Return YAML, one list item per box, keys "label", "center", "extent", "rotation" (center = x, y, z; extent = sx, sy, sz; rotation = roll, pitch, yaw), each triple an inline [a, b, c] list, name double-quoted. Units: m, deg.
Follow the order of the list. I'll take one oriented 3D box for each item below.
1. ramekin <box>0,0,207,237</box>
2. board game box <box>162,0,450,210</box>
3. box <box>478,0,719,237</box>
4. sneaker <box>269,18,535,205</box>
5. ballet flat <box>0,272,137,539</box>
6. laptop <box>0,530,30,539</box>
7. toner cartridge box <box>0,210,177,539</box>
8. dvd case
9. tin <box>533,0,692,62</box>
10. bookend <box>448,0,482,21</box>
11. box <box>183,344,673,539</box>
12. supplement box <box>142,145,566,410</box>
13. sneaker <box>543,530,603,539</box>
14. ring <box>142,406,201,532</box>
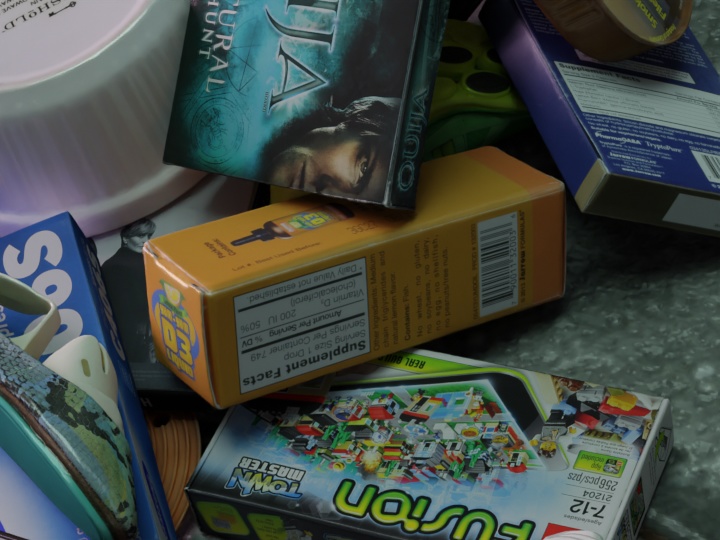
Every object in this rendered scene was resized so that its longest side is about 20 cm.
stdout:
- label: "ramekin"
  center: [-0.153, -0.122, 1.076]
  extent: [0.202, 0.094, 0.203]
  rotation: [-9, 52, 12]
- label: "board game box"
  center: [-0.018, -0.137, 0.980]
  extent: [0.135, 0.028, 0.200]
  rotation: [12, 94, 34]
- label: "box"
  center: [0.137, -0.093, 1.073]
  extent: [0.121, 0.032, 0.200]
  rotation: [9, 39, -26]
- label: "sneaker"
  center: [0.024, -0.073, 1.088]
  extent: [0.200, 0.084, 0.074]
  rotation: [-23, 61, -37]
- label: "ballet flat"
  center: [-0.149, 0.044, 0.918]
  extent: [0.074, 0.074, 0.200]
  rotation: [-40, 57, -23]
- label: "laptop"
  center: [-0.158, 0.211, 0.807]
  extent: [0.187, 0.116, 0.200]
  rotation: [11, 91, 35]
- label: "toner cartridge box"
  center: [-0.150, 0.073, 0.965]
  extent: [0.095, 0.043, 0.200]
  rotation: [-23, 54, 2]
- label: "dvd case"
  center: [-0.123, -0.020, 1.065]
  extent: [0.150, 0.025, 0.200]
  rotation: [1, 54, 18]
- label: "tin"
  center: [0.095, -0.190, 1.030]
  extent: [0.042, 0.200, 0.112]
  rotation: [-24, 28, 34]
- label: "bookend"
  center: [0.039, -0.224, 1.139]
  extent: [0.092, 0.199, 0.200]
  rotation: [30, 56, 12]
- label: "box"
  center: [0.032, 0.090, 0.958]
  extent: [0.200, 0.035, 0.110]
  rotation: [10, 50, 23]
- label: "supplement box"
  center: [0.000, 0.000, 0.990]
  extent: [0.200, 0.069, 0.067]
  rotation: [-15, 28, -27]
- label: "sneaker"
  center: [0.140, 0.162, 0.821]
  extent: [0.200, 0.078, 0.099]
  rotation: [35, 35, 15]
- label: "ring"
  center: [-0.173, 0.106, 1.007]
  extent: [0.200, 0.019, 0.201]
  rotation: [-7, 46, 7]
